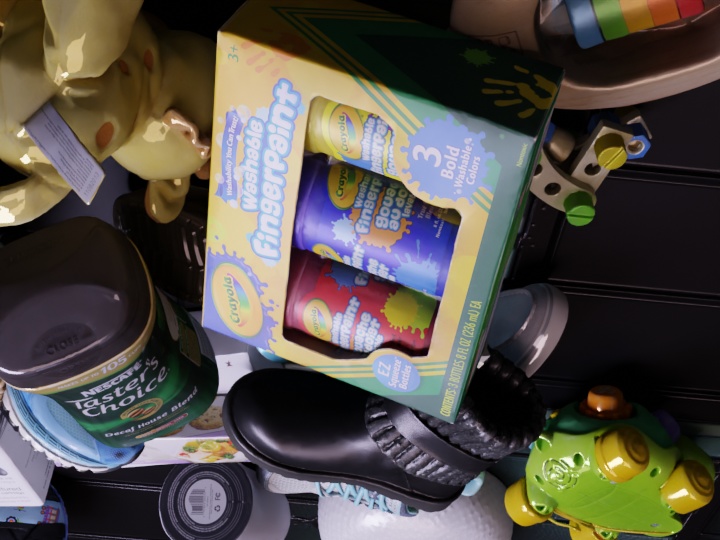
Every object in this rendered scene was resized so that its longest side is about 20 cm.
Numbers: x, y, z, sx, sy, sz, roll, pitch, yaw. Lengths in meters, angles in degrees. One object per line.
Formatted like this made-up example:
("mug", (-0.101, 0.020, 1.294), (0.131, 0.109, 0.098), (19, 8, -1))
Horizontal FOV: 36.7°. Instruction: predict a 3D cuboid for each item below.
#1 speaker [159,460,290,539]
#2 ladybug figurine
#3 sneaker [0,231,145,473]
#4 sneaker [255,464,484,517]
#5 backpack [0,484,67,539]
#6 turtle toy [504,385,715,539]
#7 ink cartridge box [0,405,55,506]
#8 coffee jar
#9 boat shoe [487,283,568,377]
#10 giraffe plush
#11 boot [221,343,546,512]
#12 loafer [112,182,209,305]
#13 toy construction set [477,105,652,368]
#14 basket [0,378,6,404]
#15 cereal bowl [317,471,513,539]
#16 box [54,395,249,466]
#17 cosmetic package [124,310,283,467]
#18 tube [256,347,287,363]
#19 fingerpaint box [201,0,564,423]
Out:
("speaker", (-0.114, 0.213, 0.961), (0.080, 0.083, 0.200), (-1, 164, 6))
("ladybug figurine", (0.136, -0.151, 0.553), (0.196, 0.073, 0.137), (-11, 138, 17))
("sneaker", (-0.223, 0.059, 0.796), (0.089, 0.078, 0.201), (-34, 99, 21))
("sneaker", (0.013, 0.160, 0.898), (0.196, 0.087, 0.079), (-8, 134, -15))
("backpack", (-0.385, 0.287, 1.063), (0.196, 0.186, 0.135), (-2, 151, -11))
("turtle toy", (0.220, 0.164, 0.910), (0.198, 0.102, 0.145), (26, 138, -26))
("ink cartridge box", (-0.356, 0.115, 0.912), (0.141, 0.085, 0.202), (-2, 140, 8))
("coffee jar", (-0.161, 0.044, 0.681), (0.103, 0.086, 0.200), (-23, 157, -1))
("boat shoe", (0.069, 0.058, 0.827), (0.068, 0.073, 0.199), (28, 145, -28))
("giraffe plush", (-0.132, -0.109, 0.584), (0.172, 0.202, 0.161), (-35, 162, 24))
("boot", (0.013, 0.097, 0.780), (0.207, 0.081, 0.158), (16, 147, -10))
("loafer", (-0.074, -0.016, 0.737), (0.197, 0.068, 0.077), (17, 128, 13))
("toy construction set", (0.078, -0.038, 0.678), (0.129, 0.093, 0.201), (20, 118, -25))
("basket", (-0.325, 0.052, 0.693), (0.141, 0.151, 0.200), (-14, 165, -34))
("cereal bowl", (0.054, 0.264, 1.063), (0.196, 0.084, 0.202), (2, 141, 1))
("box", (-0.152, 0.128, 0.866), (0.196, 0.042, 0.039), (-2, 140, 8))
("cosmetic package", (-0.161, 0.102, 0.906), (0.196, 0.052, 0.152), (-6, 142, 12))
("tube", (0.000, 0.000, 0.775), (0.199, 0.051, 0.077), (-34, 125, 31))
("fingerpaint box", (0.003, -0.032, 0.594), (0.164, 0.074, 0.202), (20, 131, 10))
